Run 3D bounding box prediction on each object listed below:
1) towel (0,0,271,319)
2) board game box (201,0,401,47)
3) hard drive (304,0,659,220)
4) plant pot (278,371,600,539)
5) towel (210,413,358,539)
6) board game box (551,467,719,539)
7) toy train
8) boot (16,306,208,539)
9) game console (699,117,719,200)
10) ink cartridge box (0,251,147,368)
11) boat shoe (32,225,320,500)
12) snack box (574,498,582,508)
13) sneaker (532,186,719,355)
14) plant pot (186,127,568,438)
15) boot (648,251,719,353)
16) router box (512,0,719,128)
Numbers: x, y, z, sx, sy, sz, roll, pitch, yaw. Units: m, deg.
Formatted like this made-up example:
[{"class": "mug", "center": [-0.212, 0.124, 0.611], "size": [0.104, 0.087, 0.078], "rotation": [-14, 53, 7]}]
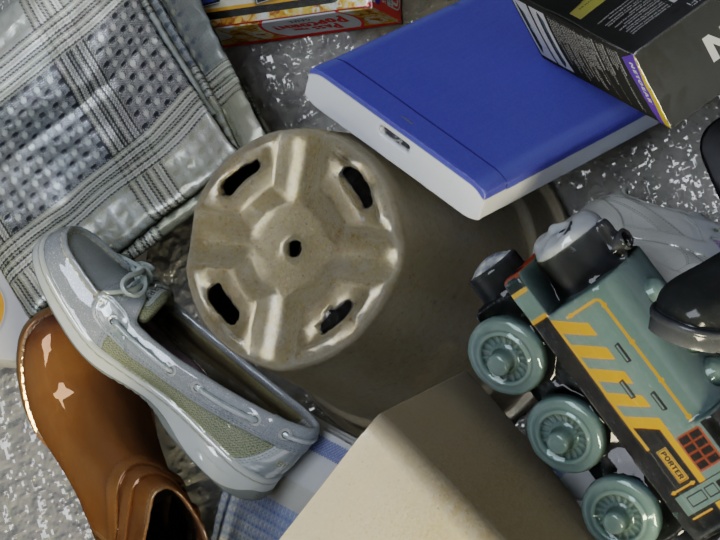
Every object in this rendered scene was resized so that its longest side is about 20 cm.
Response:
[{"class": "towel", "center": [-0.167, -0.096, 1.695], "size": [0.200, 0.035, 0.193], "rotation": [-36, 64, 12]}, {"class": "board game box", "center": [-0.073, -0.219, 1.726], "size": [0.199, 0.046, 0.152], "rotation": [-5, 80, 26]}, {"class": "hard drive", "center": [0.084, -0.104, 1.554], "size": [0.132, 0.200, 0.025], "rotation": [37, 133, 26]}, {"class": "plant pot", "center": [0.041, 0.196, 1.459], "size": [0.177, 0.200, 0.200], "rotation": [40, 104, 9]}, {"class": "towel", "center": [-0.043, 0.185, 1.632], "size": [0.147, 0.024, 0.201], "rotation": [22, 98, 48]}, {"class": "board game box", "center": [0.181, 0.161, 1.543], "size": [0.200, 0.043, 0.199], "rotation": [35, 98, 27]}, {"class": "toy train", "center": [0.145, 0.061, 1.475], "size": [0.114, 0.085, 0.200], "rotation": [-35, 92, 37]}, {"class": "boot", "center": [-0.142, 0.120, 1.624], "size": [0.076, 0.155, 0.201], "rotation": [-16, 98, -12]}, {"class": "game console", "center": [0.276, -0.035, 1.483], "size": [0.175, 0.116, 0.201], "rotation": [-28, 71, 21]}, {"class": "ink cartridge box", "center": [-0.240, 0.002, 1.765], "size": [0.199, 0.068, 0.116], "rotation": [4, 83, 27]}, {"class": "boat shoe", "center": [-0.109, 0.044, 1.621], "size": [0.202, 0.074, 0.065], "rotation": [47, 115, 8]}, {"class": "snack box", "center": [0.109, 0.228, 1.534], "size": [0.072, 0.024, 0.201], "rotation": [-2, 84, 28]}, {"class": "sneaker", "center": [0.197, 0.011, 1.521], "size": [0.200, 0.100, 0.075], "rotation": [31, 138, 22]}, {"class": "plant pot", "center": [0.000, 0.000, 1.580], "size": [0.200, 0.183, 0.201], "rotation": [-4, 81, 26]}, {"class": "boot", "center": [0.221, -0.066, 1.401], "size": [0.066, 0.164, 0.201], "rotation": [25, 116, 45]}, {"class": "router box", "center": [0.199, -0.172, 1.493], "size": [0.200, 0.052, 0.157], "rotation": [-36, 27, -7]}]
